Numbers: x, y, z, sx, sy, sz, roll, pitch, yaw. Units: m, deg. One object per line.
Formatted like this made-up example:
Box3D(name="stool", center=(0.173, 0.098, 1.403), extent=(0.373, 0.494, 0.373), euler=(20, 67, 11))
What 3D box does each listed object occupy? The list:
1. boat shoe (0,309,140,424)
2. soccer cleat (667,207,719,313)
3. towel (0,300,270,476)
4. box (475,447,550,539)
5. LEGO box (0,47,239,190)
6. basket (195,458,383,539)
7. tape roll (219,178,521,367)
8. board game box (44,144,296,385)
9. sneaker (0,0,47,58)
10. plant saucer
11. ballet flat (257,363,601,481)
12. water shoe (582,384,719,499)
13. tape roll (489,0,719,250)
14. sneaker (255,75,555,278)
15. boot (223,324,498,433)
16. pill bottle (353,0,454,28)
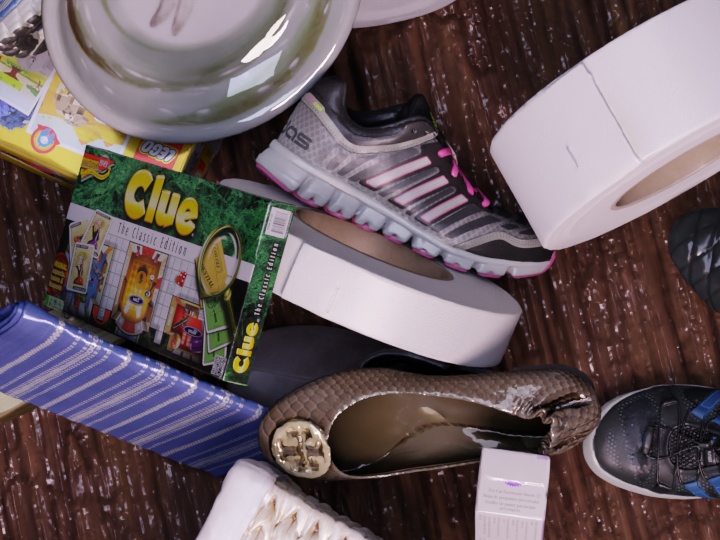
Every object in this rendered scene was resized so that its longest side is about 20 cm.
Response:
Box3D(name="boat shoe", center=(-0.168, 0.026, 1.369), extent=(0.200, 0.073, 0.063), euler=(-31, 84, 8))
Box3D(name="soccer cleat", center=(0.278, 0.022, 1.319), extent=(0.199, 0.081, 0.068), euler=(36, 86, 10))
Box3D(name="towel", center=(-0.140, 0.071, 1.286), extent=(0.199, 0.145, 0.024), euler=(24, 67, -21))
Box3D(name="box", center=(0.088, 0.157, 1.258), extent=(0.041, 0.200, 0.039), euler=(6, 66, 6))
Box3D(name="LEGO box", center=(-0.179, -0.133, 1.390), extent=(0.199, 0.077, 0.150), euler=(23, 84, 9))
Box3D(name="basket", center=(-0.042, 0.232, 1.264), extent=(0.160, 0.198, 0.201), euler=(26, 84, 5))
Box3D(name="tape roll", center=(0.000, 0.000, 1.288), extent=(0.202, 0.203, 0.037), euler=(25, 98, 9))
Box3D(name="board game box", center=(-0.116, -0.007, 1.256), extent=(0.199, 0.023, 0.106), euler=(17, 90, 50))
Box3D(name="sneaker", center=(-0.164, -0.223, 1.325), extent=(0.199, 0.079, 0.089), euler=(-36, 80, -3))
Box3D(name="plant saucer", center=(-0.098, -0.173, 1.286), extent=(0.199, 0.201, 0.050), euler=(-31, 41, 0))
Box3D(name="ballet flat", center=(0.038, 0.090, 1.218), extent=(0.198, 0.046, 0.068), euler=(-5, 120, 7))
Box3D(name="water shoe", center=(0.236, 0.105, 1.312), extent=(0.198, 0.079, 0.072), euler=(4, 82, 6))
Box3D(name="tape roll", center=(0.179, -0.092, 1.285), extent=(0.201, 0.202, 0.071), euler=(-29, 80, 1))
Box3D(name="sneaker", center=(0.039, -0.061, 1.335), extent=(0.199, 0.074, 0.088), euler=(22, 100, -9))
Box3D(name="boot", center=(0.007, 0.065, 1.313), extent=(0.198, 0.132, 0.070), euler=(6, 83, 6))
Box3D(name="pill bottle", center=(0.000, -0.267, 1.375), extent=(0.111, 0.112, 0.202), euler=(-12, 80, 4))
